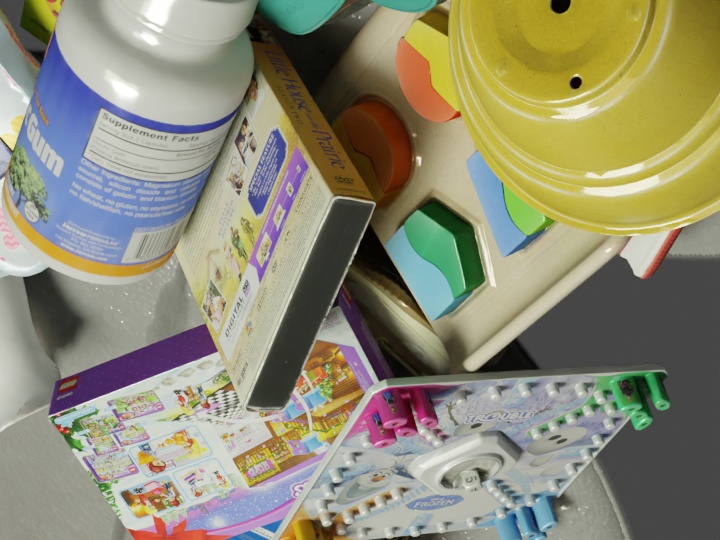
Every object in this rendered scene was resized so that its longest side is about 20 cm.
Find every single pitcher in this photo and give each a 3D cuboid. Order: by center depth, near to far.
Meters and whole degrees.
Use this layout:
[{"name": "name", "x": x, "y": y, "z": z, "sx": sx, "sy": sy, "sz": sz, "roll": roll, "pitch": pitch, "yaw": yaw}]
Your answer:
[{"name": "pitcher", "x": -0.307, "y": 0.021, "z": 1.233, "sx": 0.201, "sy": 0.121, "sz": 0.172, "roll": 59, "pitch": 175, "yaw": -7}]

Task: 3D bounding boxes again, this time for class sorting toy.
[{"name": "sorting toy", "x": 0.047, "y": -0.059, "z": 0.878, "sx": 0.201, "sy": 0.036, "sz": 0.185, "roll": 63, "pitch": 144, "yaw": 14}]

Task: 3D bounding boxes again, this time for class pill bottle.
[{"name": "pill bottle", "x": -0.125, "y": -0.098, "z": 0.901, "sx": 0.112, "sy": 0.112, "sz": 0.201, "roll": 34, "pitch": 129, "yaw": 7}]

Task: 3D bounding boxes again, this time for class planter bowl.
[{"name": "planter bowl", "x": 0.106, "y": -0.117, "z": 0.735, "sx": 0.199, "sy": 0.083, "sz": 0.203, "roll": 0, "pitch": 91, "yaw": 34}]

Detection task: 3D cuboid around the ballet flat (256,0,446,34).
[{"name": "ballet flat", "x": -0.002, "y": -0.169, "z": 0.823, "sx": 0.068, "sy": 0.069, "sz": 0.199, "roll": 35, "pitch": 168, "yaw": -24}]

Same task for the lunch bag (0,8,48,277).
[{"name": "lunch bag", "x": -0.254, "y": -0.087, "z": 1.061, "sx": 0.199, "sy": 0.128, "sz": 0.170, "roll": -10, "pitch": 127, "yaw": 49}]

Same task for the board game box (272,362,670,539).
[{"name": "board game box", "x": 0.067, "y": 0.124, "z": 0.989, "sx": 0.201, "sy": 0.198, "sz": 0.026, "roll": 120, "pitch": 141, "yaw": -49}]

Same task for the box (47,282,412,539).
[{"name": "box", "x": -0.074, "y": 0.096, "z": 1.002, "sx": 0.198, "sy": 0.039, "sz": 0.138, "roll": -20, "pitch": 122, "yaw": 12}]

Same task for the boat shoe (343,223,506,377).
[{"name": "boat shoe", "x": 0.000, "y": 0.000, "z": 1.002, "sx": 0.200, "sy": 0.074, "sz": 0.066, "roll": 45, "pitch": 134, "yaw": -5}]

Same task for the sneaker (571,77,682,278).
[{"name": "sneaker", "x": 0.138, "y": -0.087, "z": 0.819, "sx": 0.115, "sy": 0.078, "sz": 0.201, "roll": 31, "pitch": 137, "yaw": 9}]

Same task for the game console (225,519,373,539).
[{"name": "game console", "x": -0.049, "y": 0.190, "z": 1.176, "sx": 0.198, "sy": 0.118, "sz": 0.172, "roll": 20, "pitch": 133, "yaw": 22}]

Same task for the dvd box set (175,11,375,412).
[{"name": "dvd box set", "x": -0.062, "y": -0.039, "z": 0.927, "sx": 0.147, "sy": 0.029, "sz": 0.201, "roll": -66, "pitch": 34, "yaw": 29}]

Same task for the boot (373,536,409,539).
[{"name": "boot", "x": -0.021, "y": 0.111, "z": 1.118, "sx": 0.153, "sy": 0.072, "sz": 0.201, "roll": 25, "pitch": 139, "yaw": 17}]

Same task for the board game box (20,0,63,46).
[{"name": "board game box", "x": -0.136, "y": -0.199, "z": 0.953, "sx": 0.101, "sy": 0.048, "sz": 0.201, "roll": 34, "pitch": 139, "yaw": 7}]
